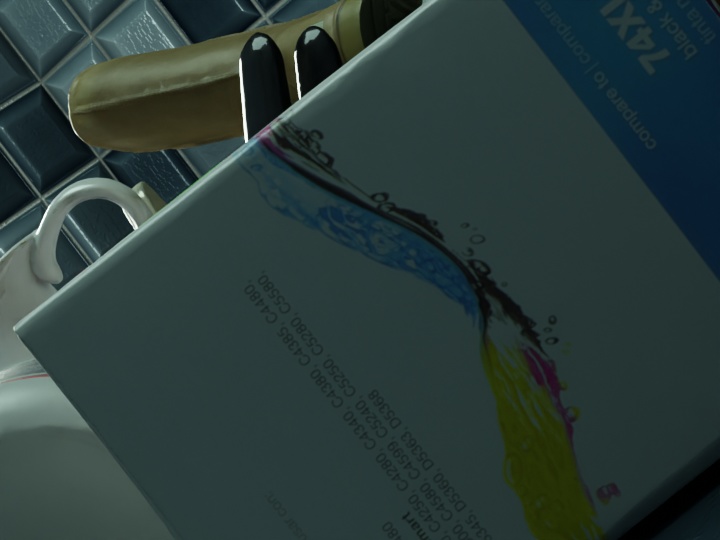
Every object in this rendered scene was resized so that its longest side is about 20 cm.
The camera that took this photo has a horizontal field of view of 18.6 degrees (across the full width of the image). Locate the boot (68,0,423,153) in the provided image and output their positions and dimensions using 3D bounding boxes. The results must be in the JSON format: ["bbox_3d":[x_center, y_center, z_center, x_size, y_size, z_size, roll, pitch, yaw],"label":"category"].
[{"bbox_3d":[-0.019,-0.101,1.102,0.200,0.066,0.175,-10,-8,43],"label":"boot"}]

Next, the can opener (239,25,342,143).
[{"bbox_3d":[-0.017,0.003,0.874,0.078,0.201,0.063,-1,15,45],"label":"can opener"}]

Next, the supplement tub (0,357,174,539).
[{"bbox_3d":[-0.112,0.104,0.845,0.140,0.140,0.200,-38,4,-2],"label":"supplement tub"}]

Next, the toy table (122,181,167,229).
[{"bbox_3d":[-0.077,0.031,1.358,0.200,0.184,0.117,-29,22,7],"label":"toy table"}]

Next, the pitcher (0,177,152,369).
[{"bbox_3d":[-0.148,0.064,1.241,0.171,0.200,0.121,-36,4,16],"label":"pitcher"}]

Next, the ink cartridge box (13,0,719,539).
[{"bbox_3d":[0.025,0.011,0.642,0.200,0.146,0.147,-38,3,-3],"label":"ink cartridge box"}]

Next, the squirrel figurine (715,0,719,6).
[{"bbox_3d":[0.199,-0.132,1.104,0.200,0.142,0.187,-49,18,-17],"label":"squirrel figurine"}]

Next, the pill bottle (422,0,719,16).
[{"bbox_3d":[0.099,-0.108,0.985,0.112,0.200,0.112,-37,4,3],"label":"pill bottle"}]
